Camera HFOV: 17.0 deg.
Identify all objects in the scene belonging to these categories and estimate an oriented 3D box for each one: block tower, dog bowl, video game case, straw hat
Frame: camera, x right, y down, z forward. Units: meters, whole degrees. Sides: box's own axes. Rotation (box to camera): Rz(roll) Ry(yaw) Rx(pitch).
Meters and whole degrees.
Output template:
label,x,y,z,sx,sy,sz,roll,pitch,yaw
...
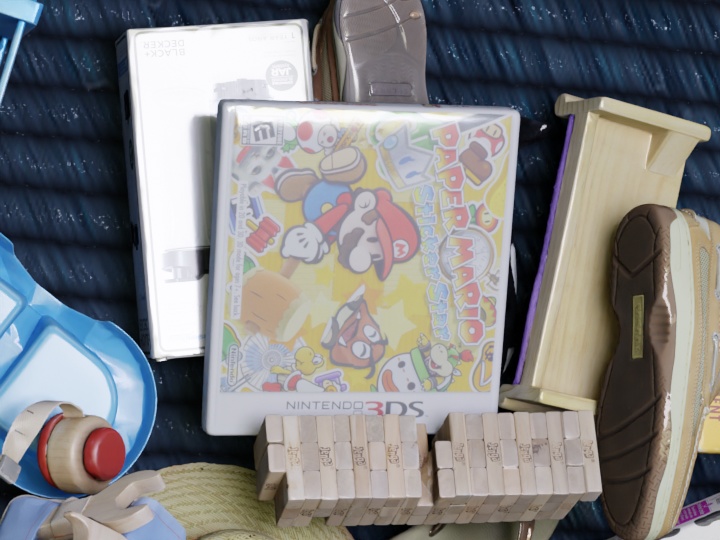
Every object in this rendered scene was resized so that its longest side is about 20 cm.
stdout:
label,x,y,z,sx,sy,sz,roll,pitch,yaw
block tower,0.039,0.118,1.430,0.199,0.058,0.054,0,67,-11
dog bowl,-0.215,0.051,1.438,0.200,0.050,0.112,39,80,-10
video game case,0.000,0.000,1.432,0.181,0.023,0.201,1,102,-14
straw hat,-0.071,0.196,1.425,0.200,0.085,0.202,6,69,-16

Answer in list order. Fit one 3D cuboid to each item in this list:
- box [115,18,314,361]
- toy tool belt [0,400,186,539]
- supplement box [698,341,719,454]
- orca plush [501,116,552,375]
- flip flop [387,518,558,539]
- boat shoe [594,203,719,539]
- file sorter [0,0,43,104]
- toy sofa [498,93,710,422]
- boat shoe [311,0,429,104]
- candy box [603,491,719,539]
label,x,y,z,sx,sy,sz,roll,pitch,yaw
box,-0.084,-0.048,1.468,0.116,0.060,0.201,-6,89,-14
toy tool belt,-0.145,0.172,1.341,0.125,0.122,0.201,48,50,-46
supplement box,0.289,0.056,1.536,0.199,0.103,0.132,3,87,-14
orca plush,0.081,-0.001,1.502,0.105,0.071,0.201,25,82,-12
flip flop,0.070,0.163,1.479,0.200,0.057,0.081,-35,98,-38
boat shoe,0.191,0.063,1.432,0.076,0.072,0.201,9,86,-31
file sorter,-0.301,-0.123,1.379,0.199,0.139,0.123,18,87,-13
toy sofa,0.144,-0.004,1.500,0.083,0.098,0.201,13,85,-21
boat shoe,0.005,-0.082,1.487,0.075,0.072,0.201,6,81,-26
candy box,0.213,0.221,1.503,0.199,0.061,0.137,-24,94,5
